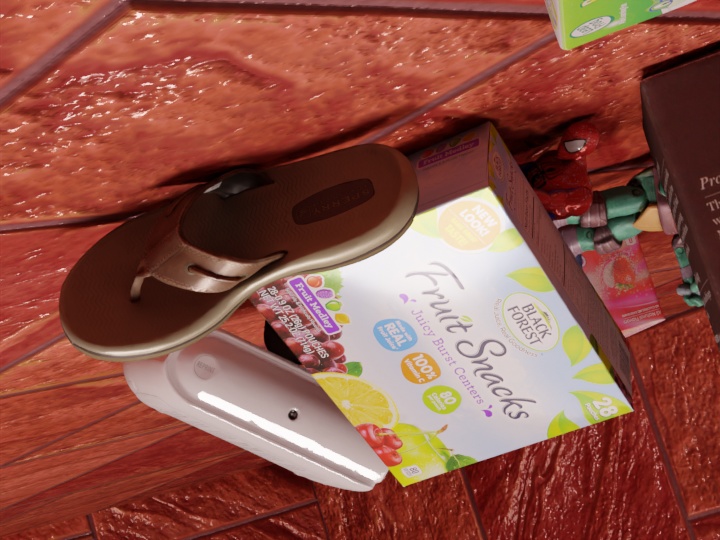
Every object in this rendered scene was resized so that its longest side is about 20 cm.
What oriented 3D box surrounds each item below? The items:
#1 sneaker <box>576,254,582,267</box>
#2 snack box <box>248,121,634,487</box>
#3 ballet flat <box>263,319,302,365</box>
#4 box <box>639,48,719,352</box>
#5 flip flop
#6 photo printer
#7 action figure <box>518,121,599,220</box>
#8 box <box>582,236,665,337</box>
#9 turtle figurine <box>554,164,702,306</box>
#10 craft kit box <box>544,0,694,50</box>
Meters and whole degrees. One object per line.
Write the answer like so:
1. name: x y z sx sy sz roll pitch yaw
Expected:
1. sneaker: 0.089 0.014 1.247 0.199 0.083 0.074 -18 174 7
2. snack box: 0.051 0.027 0.932 0.168 0.068 0.200 -21 128 22
3. ballet flat: 0.000 0.030 1.129 0.046 0.068 0.200 11 159 -40
4. box: 0.277 -0.037 0.920 0.165 0.201 0.164 -19 171 9
5. flip flop: -0.066 -0.018 0.786 0.199 0.081 0.058 -20 154 6
6. photo printer: -0.084 0.098 1.163 0.199 0.070 0.166 26 169 -14
7. action figure: 0.077 -0.021 0.980 0.099 0.065 0.200 16 122 -30
8. box: 0.184 0.037 1.508 0.199 0.103 0.095 -13 170 -22
9. turtle figurine: 0.233 -0.037 1.144 0.199 0.101 0.150 -7 140 20
10. craft kit box: 0.151 -0.147 0.508 0.197 0.049 0.200 -21 171 5
